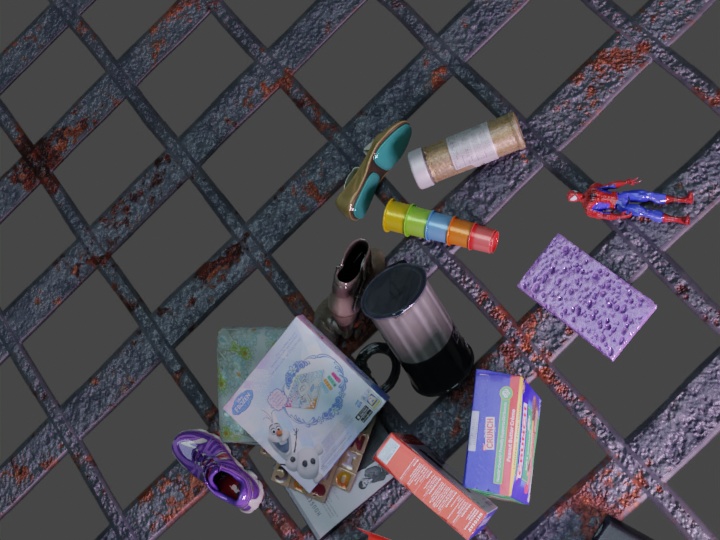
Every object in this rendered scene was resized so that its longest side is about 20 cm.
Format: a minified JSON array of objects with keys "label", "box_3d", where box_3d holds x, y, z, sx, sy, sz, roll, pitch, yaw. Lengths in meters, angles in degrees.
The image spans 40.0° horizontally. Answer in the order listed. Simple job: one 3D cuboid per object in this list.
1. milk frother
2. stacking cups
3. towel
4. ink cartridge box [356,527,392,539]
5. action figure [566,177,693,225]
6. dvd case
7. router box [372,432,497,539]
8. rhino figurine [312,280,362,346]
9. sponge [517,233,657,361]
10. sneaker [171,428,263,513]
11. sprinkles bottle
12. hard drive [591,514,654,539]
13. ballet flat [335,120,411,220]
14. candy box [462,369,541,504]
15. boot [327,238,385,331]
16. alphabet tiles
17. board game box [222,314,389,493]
[{"label":"milk frother","box_3d":[0.049,0.106,1.585,0.199,0.189,0.181,-35,33,-2]},{"label":"stacking cups","box_3d":[0.135,-0.072,1.680,0.197,0.060,0.062,16,80,24]},{"label":"towel","box_3d":[-0.171,0.198,1.684,0.168,0.048,0.205,-2,89,29]},{"label":"ink cartridge box","box_3d":[0.084,0.442,1.469,0.160,0.200,0.058,13,76,23]},{"label":"action figure","box_3d":[0.430,-0.112,1.594,0.196,0.052,0.067,7,80,24]},{"label":"dvd case","box_3d":[-0.033,0.325,1.644,0.199,0.025,0.151,-40,65,5]},{"label":"router box","box_3d":[0.116,0.320,1.483,0.179,0.200,0.049,38,89,16]},{"label":"rhino figurine","box_3d":[-0.046,0.095,1.698,0.086,0.060,0.203,20,79,27]},{"label":"sponge","box_3d":[0.360,0.041,1.582,0.199,0.030,0.112,40,90,25]},{"label":"sneaker","box_3d":[-0.250,0.334,1.688,0.198,0.083,0.081,30,85,26]},{"label":"sprinkles bottle","box_3d":[0.182,-0.206,1.700,0.197,0.068,0.069,-21,68,13]},{"label":"hard drive","box_3d":[0.370,0.476,1.441,0.133,0.042,0.203,26,84,24]},{"label":"ballet flat","box_3d":[0.017,-0.187,1.758,0.063,0.068,0.202,28,84,39]},{"label":"candy box","box_3d":[0.214,0.253,1.478,0.076,0.200,0.173,4,76,21]},{"label":"boot","box_3d":[0.000,0.000,1.625,0.069,0.148,0.202,14,52,9]},{"label":"alphabet tiles","box_3d":[-0.071,0.269,1.619,0.164,0.006,0.203,21,96,9]},{"label":"board game box","box_3d":[-0.088,0.214,1.595,0.199,0.043,0.201,42,100,7]}]
